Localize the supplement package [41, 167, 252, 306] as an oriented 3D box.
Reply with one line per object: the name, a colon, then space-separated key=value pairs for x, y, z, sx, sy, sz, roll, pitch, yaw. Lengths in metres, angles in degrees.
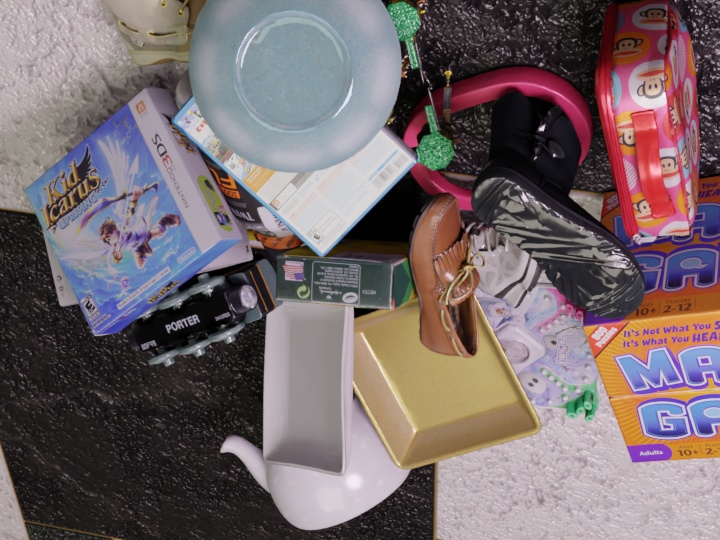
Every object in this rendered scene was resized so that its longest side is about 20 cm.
supplement package: x=-0.237 y=-0.039 z=1.583 sx=0.198 sy=0.113 sz=0.111 roll=-14 pitch=90 yaw=28

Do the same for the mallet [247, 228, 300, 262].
mallet: x=-0.166 y=-0.047 z=1.636 sx=0.198 sy=0.041 sz=0.066 roll=3 pitch=135 yaw=21

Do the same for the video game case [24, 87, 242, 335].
video game case: x=-0.241 y=-0.060 z=1.493 sx=0.199 sy=0.045 sz=0.183 roll=-35 pitch=76 yaw=26

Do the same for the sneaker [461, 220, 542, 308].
sneaker: x=0.134 y=-0.025 z=1.494 sx=0.114 sy=0.076 sz=0.201 roll=19 pitch=158 yaw=1

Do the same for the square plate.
square plate: x=-0.057 y=0.126 z=1.628 sx=0.028 sy=0.203 sz=0.197 roll=3 pitch=176 yaw=-29

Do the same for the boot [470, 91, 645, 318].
boot: x=0.196 y=-0.069 z=1.347 sx=0.199 sy=0.169 sz=0.076 roll=37 pitch=128 yaw=-11

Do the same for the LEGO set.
LEGO set: x=0.016 y=-0.187 z=1.405 sx=0.152 sy=0.116 sz=0.201 roll=-20 pitch=112 yaw=12

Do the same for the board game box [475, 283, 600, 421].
board game box: x=0.178 y=0.094 z=1.659 sx=0.198 sy=0.026 sz=0.201 roll=5 pitch=133 yaw=15

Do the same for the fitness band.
fitness band: x=0.139 y=-0.134 z=1.450 sx=0.198 sy=0.038 sz=0.144 roll=-15 pitch=124 yaw=28

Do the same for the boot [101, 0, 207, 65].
boot: x=-0.195 y=-0.280 z=1.374 sx=0.199 sy=0.072 sz=0.155 roll=-1 pitch=133 yaw=46

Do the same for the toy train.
toy train: x=-0.183 y=0.048 z=1.673 sx=0.199 sy=0.114 sz=0.086 roll=-21 pitch=96 yaw=37

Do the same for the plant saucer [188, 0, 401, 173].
plant saucer: x=-0.061 y=-0.184 z=1.305 sx=0.198 sy=0.039 sz=0.203 roll=0 pitch=107 yaw=0

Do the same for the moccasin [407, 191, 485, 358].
moccasin: x=0.094 y=0.009 z=1.468 sx=0.077 sy=0.074 sz=0.203 roll=19 pitch=130 yaw=30

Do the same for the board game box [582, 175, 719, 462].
board game box: x=0.353 y=0.047 z=1.430 sx=0.198 sy=0.201 sz=0.201 roll=-8 pitch=130 yaw=24

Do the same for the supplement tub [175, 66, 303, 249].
supplement tub: x=-0.100 y=-0.127 z=1.471 sx=0.121 sy=0.123 sz=0.201 roll=-6 pitch=130 yaw=24

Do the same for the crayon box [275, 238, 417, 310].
crayon box: x=0.000 y=0.000 z=1.514 sx=0.125 sy=0.200 sz=0.051 roll=4 pitch=99 yaw=16

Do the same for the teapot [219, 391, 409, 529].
teapot: x=-0.036 y=0.210 z=1.747 sx=0.197 sy=0.199 sz=0.147 roll=-6 pitch=113 yaw=57

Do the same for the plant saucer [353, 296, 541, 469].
plant saucer: x=0.088 y=0.114 z=1.628 sx=0.198 sy=0.048 sz=0.201 roll=-20 pitch=107 yaw=30

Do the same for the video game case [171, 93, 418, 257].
video game case: x=-0.063 y=-0.126 z=1.364 sx=0.200 sy=0.018 sz=0.143 roll=42 pitch=114 yaw=-11

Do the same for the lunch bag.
lunch bag: x=0.267 y=-0.130 z=1.306 sx=0.081 sy=0.177 sz=0.201 roll=-5 pitch=129 yaw=18
